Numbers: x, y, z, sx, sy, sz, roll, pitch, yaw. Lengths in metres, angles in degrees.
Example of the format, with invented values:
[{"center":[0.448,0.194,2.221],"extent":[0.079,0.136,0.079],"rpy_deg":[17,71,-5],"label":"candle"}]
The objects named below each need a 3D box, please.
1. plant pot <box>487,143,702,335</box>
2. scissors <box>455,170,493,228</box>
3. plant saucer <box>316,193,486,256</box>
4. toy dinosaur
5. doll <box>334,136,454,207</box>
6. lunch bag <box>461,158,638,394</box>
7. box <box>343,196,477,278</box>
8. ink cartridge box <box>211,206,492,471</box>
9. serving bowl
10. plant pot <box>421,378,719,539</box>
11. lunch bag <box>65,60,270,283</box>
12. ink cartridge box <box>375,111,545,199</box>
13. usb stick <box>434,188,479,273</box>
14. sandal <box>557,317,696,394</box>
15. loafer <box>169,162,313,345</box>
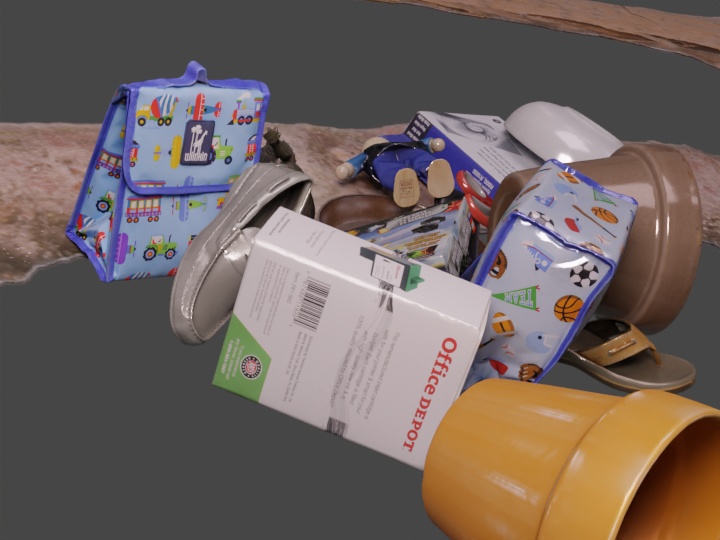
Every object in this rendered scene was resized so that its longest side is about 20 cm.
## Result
[{"center":[0.231,-0.040,1.369],"extent":[0.173,0.202,0.201],"rpy_deg":[6,30,-16],"label":"plant pot"},{"center":[0.165,-0.054,1.487],"extent":[0.200,0.014,0.073],"rpy_deg":[31,29,-49],"label":"scissors"},{"center":[0.045,-0.019,1.392],"extent":[0.199,0.032,0.201],"rpy_deg":[15,28,-9],"label":"plant saucer"},{"center":[-0.079,-0.084,1.379],"extent":[0.201,0.077,0.102],"rpy_deg":[58,12,32],"label":"toy dinosaur"},{"center":[0.037,-0.121,1.507],"extent":[0.135,0.049,0.200],"rpy_deg":[-15,20,-10],"label":"doll"},{"center":[0.152,0.021,1.205],"extent":[0.123,0.201,0.170],"rpy_deg":[29,29,9],"label":"lunch bag"},{"center":[0.000,0.000,1.200],"extent":[0.198,0.040,0.137],"rpy_deg":[-15,21,20],"label":"box"},{"center":[-0.006,0.057,1.101],"extent":[0.199,0.147,0.084],"rpy_deg":[22,26,4],"label":"ink cartridge box"},{"center":[0.282,-0.158,1.687],"extent":[0.199,0.066,0.200],"rpy_deg":[31,15,-9],"label":"serving bowl"},{"center":[0.152,0.169,0.975],"extent":[0.182,0.202,0.199],"rpy_deg":[20,23,39],"label":"plant pot"},{"center":[-0.170,-0.101,1.221],"extent":[0.150,0.201,0.094],"rpy_deg":[-6,36,-38],"label":"lunch bag"},{"center":[0.151,-0.138,1.660],"extent":[0.199,0.041,0.200],"rpy_deg":[-4,35,-37],"label":"ink cartridge box"},{"center":[0.098,-0.032,1.381],"extent":[0.055,0.033,0.200],"rpy_deg":[25,27,-7],"label":"usb stick"},{"center":[0.246,0.072,1.327],"extent":[0.199,0.054,0.080],"rpy_deg":[21,28,4],"label":"sandal"},{"center":[-0.105,-0.018,1.180],"extent":[0.069,0.070,0.201],"rpy_deg":[5,54,32],"label":"loafer"}]
